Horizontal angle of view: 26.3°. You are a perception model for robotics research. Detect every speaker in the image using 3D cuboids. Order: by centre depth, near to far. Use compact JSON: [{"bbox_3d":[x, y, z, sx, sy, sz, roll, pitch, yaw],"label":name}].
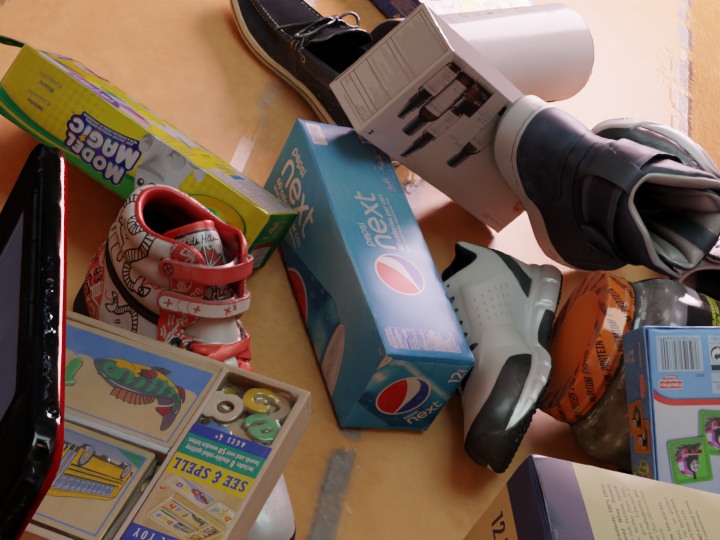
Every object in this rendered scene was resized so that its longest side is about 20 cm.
[{"bbox_3d":[0.092,-0.162,1.194,0.199,0.082,0.081,-15,56,-44],"label":"speaker"}]

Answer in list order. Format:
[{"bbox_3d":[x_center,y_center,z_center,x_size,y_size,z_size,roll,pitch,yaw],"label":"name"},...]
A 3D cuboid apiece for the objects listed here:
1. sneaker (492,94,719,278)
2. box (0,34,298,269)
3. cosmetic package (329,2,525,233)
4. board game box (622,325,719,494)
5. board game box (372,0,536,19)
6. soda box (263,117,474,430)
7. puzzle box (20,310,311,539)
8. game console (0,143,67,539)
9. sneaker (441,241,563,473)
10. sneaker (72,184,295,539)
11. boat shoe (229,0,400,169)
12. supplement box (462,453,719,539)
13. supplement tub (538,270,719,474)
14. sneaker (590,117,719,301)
[{"bbox_3d":[0.184,-0.030,1.032,0.145,0.077,0.202,28,-6,35],"label":"sneaker"},{"bbox_3d":[-0.136,-0.073,0.919,0.199,0.049,0.117,37,5,4],"label":"box"},{"bbox_3d":[0.069,-0.096,1.034,0.199,0.082,0.051,29,28,-53],"label":"cosmetic package"},{"bbox_3d":[0.230,0.134,0.883,0.149,0.037,0.203,1,79,-15],"label":"board game box"},{"bbox_3d":[0.048,-0.262,1.313,0.135,0.035,0.200,-20,60,-46],"label":"board game box"},{"bbox_3d":[0.000,0.000,0.956,0.064,0.068,0.201,7,44,-29],"label":"soda box"},{"bbox_3d":[-0.138,0.080,0.736,0.198,0.026,0.134,17,44,13],"label":"puzzle box"},{"bbox_3d":[-0.210,0.048,0.665,0.118,0.173,0.201,18,37,-25],"label":"game console"},{"bbox_3d":[0.076,0.051,0.960,0.079,0.074,0.201,23,29,-4],"label":"sneaker"},{"bbox_3d":[-0.083,0.048,0.810,0.067,0.108,0.202,-8,52,-40],"label":"sneaker"},{"bbox_3d":[-0.024,-0.159,1.125,0.074,0.063,0.200,-14,55,-42],"label":"boat shoe"},{"bbox_3d":[0.126,0.212,0.697,0.198,0.201,0.135,15,39,-22],"label":"supplement box"},{"bbox_3d":[0.218,0.084,0.971,0.198,0.123,0.123,25,37,-9],"label":"supplement tub"},{"bbox_3d":[0.242,-0.033,1.157,0.199,0.076,0.114,39,35,5],"label":"sneaker"}]
